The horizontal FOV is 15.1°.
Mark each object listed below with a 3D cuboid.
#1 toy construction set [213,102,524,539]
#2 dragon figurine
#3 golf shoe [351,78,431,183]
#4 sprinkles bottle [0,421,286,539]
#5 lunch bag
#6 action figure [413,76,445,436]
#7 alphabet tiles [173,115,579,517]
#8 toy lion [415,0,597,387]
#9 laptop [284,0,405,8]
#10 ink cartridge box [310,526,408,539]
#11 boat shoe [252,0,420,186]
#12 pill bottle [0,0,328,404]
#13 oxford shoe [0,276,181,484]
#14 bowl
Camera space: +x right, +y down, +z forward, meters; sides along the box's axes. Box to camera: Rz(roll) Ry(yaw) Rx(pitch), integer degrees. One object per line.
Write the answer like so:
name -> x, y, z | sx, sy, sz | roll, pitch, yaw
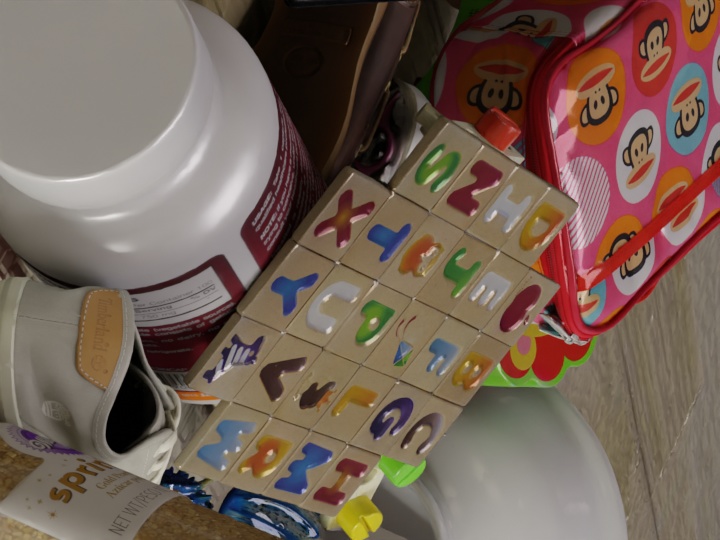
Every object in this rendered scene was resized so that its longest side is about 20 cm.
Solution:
toy construction set -> 0.010, 0.019, 1.155 | 0.131, 0.092, 0.200 | 22, 99, -56
dragon figurine -> -0.041, 0.135, 1.218 | 0.200, 0.059, 0.099 | 16, 112, -29
golf shoe -> 0.000, 0.000, 1.269 | 0.092, 0.073, 0.200 | 0, 121, -35
sprinkles bottle -> -0.112, 0.086, 0.893 | 0.068, 0.200, 0.068 | -55, 157, -37
lunch bag -> 0.118, -0.060, 1.304 | 0.200, 0.082, 0.176 | -40, 130, -42
action figure -> 0.034, 0.013, 1.393 | 0.200, 0.099, 0.065 | -65, 160, -3
alphabet tiles -> 0.010, 0.023, 1.068 | 0.166, 0.006, 0.200 | -52, 152, 6
toy lion -> 0.079, -0.050, 1.357 | 0.192, 0.069, 0.200 | 50, 56, -36
laptop -> 0.013, -0.208, 1.138 | 0.200, 0.116, 0.187 | -8, 99, -38
ink cartridge box -> -0.051, 0.198, 1.313 | 0.200, 0.116, 0.068 | -47, 152, -47
boat shoe -> -0.021, -0.072, 1.179 | 0.200, 0.070, 0.070 | -62, 156, -21
pill bottle -> -0.076, -0.032, 1.005 | 0.113, 0.113, 0.200 | -64, 161, -15
oxford shoe -> -0.092, 0.061, 0.994 | 0.200, 0.058, 0.075 | 78, 12, -63
bowl -> 0.033, 0.145, 1.418 | 0.090, 0.201, 0.201 | 1, 110, -49
